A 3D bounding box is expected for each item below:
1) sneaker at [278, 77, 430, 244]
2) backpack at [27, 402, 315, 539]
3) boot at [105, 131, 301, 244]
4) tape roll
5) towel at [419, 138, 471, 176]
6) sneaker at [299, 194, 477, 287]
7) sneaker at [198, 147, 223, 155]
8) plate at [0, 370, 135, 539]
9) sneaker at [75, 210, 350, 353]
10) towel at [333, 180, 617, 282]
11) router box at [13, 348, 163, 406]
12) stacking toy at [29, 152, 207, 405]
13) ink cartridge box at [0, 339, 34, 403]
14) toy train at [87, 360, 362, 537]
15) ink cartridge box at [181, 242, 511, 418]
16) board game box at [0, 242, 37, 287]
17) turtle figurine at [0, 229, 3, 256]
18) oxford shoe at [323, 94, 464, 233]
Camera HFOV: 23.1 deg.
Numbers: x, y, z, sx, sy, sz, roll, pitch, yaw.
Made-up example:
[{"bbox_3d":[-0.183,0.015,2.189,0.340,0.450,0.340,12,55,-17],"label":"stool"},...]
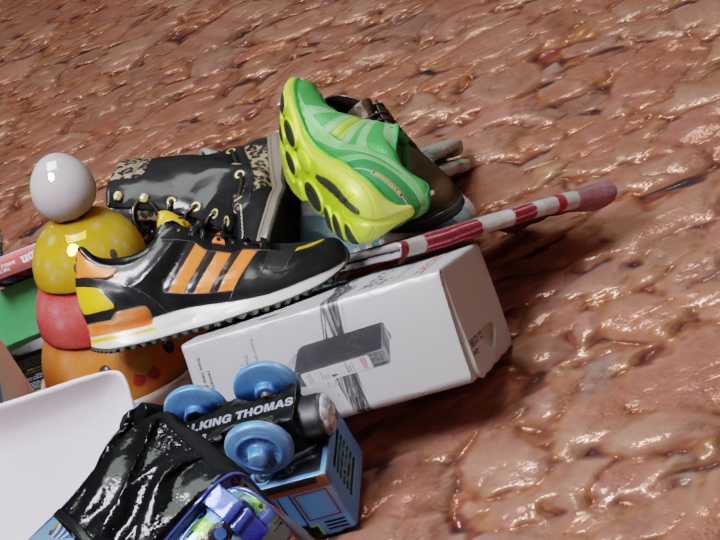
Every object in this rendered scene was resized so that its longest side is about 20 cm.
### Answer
[{"bbox_3d":[-0.008,-0.084,1.343,0.083,0.074,0.200,-11,37,-20],"label":"sneaker"},{"bbox_3d":[-0.120,0.206,0.996,0.200,0.183,0.134,-46,46,-14],"label":"backpack"},{"bbox_3d":[-0.127,-0.040,1.408,0.150,0.073,0.200,-6,38,6],"label":"boot"},{"bbox_3d":[-0.244,0.029,1.522,0.200,0.048,0.200,-20,-3,-1],"label":"tape roll"},{"bbox_3d":[-0.003,-0.073,1.577,0.192,0.035,0.200,-16,6,14],"label":"towel"},{"bbox_3d":[0.000,0.000,1.446,0.199,0.080,0.131,-9,43,7],"label":"sneaker"},{"bbox_3d":[-0.111,-0.089,1.704,0.200,0.089,0.074,-32,23,-21],"label":"sneaker"},{"bbox_3d":[-0.213,0.183,1.140,0.200,0.200,0.032,-16,-6,16],"label":"plate"},{"bbox_3d":[-0.109,-0.007,1.273,0.200,0.090,0.070,-18,4,-5],"label":"sneaker"},{"bbox_3d":[0.082,-0.028,1.361,0.200,0.023,0.144,-16,0,-29],"label":"towel"},{"bbox_3d":[-0.252,0.114,1.452,0.200,0.051,0.149,-19,26,12],"label":"router box"},{"bbox_3d":[-0.205,0.003,1.337,0.146,0.200,0.146,-16,28,8],"label":"stacking toy"},{"bbox_3d":[-0.294,0.141,1.282,0.128,0.200,0.125,-24,41,1],"label":"ink cartridge box"},{"bbox_3d":[-0.098,0.137,1.185,0.200,0.114,0.087,-17,35,17],"label":"toy train"},{"bbox_3d":[-0.006,0.053,1.265,0.200,0.084,0.144,-16,4,16],"label":"ink cartridge box"},{"bbox_3d":[-0.240,-0.010,1.486,0.103,0.019,0.200,-22,-5,9],"label":"board game box"},{"bbox_3d":[-0.378,0.029,1.604,0.150,0.200,0.101,-24,64,-36],"label":"turtle figurine"},{"bbox_3d":[0.013,-0.088,1.402,0.073,0.085,0.200,-30,34,-17],"label":"oxford shoe"}]
